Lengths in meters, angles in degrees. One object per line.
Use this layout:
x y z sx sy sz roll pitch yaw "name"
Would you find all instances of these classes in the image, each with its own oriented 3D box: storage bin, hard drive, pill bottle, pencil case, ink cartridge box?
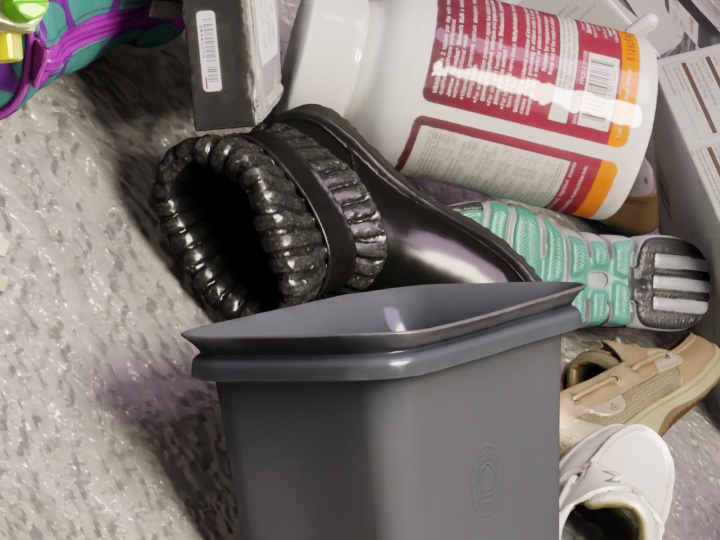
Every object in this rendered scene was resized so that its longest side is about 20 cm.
0.010 0.082 1.172 0.200 0.145 0.135 -10 98 -59 "storage bin"
-0.067 -0.150 1.331 0.200 0.038 0.140 -82 167 -82 "hard drive"
0.059 -0.102 1.446 0.200 0.110 0.110 13 35 -8 "pill bottle"
-0.153 -0.134 1.277 0.092 0.085 0.200 23 24 14 "pencil case"
0.199 -0.142 1.786 0.200 0.084 0.145 49 27 6 "ink cartridge box"

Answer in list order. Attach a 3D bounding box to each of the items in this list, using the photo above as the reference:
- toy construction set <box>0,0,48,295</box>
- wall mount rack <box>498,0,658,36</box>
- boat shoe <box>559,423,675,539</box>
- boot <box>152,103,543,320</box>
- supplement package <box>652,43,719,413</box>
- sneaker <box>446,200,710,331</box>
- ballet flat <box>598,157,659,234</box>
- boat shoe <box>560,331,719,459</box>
-0.195 -0.080 1.104 0.131 0.092 0.200 20 63 -30 "toy construction set"
0.085 -0.152 1.571 0.174 0.075 0.200 -4 40 -4 "wall mount rack"
0.123 0.136 1.279 0.071 0.069 0.200 42 40 -5 "boat shoe"
-0.002 0.002 1.310 0.211 0.079 0.158 38 19 7 "boot"
0.254 -0.022 1.565 0.200 0.111 0.156 79 -5 -49 "supplement package"
0.102 0.007 1.495 0.200 0.088 0.075 10 81 -25 "sneaker"
0.147 -0.068 1.636 0.200 0.063 0.069 12 41 -48 "ballet flat"
0.151 0.067 1.450 0.065 0.071 0.200 49 28 5 "boat shoe"
